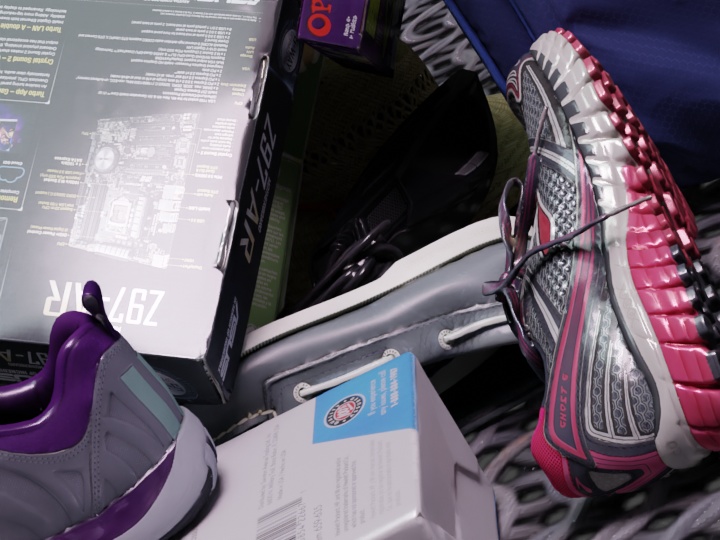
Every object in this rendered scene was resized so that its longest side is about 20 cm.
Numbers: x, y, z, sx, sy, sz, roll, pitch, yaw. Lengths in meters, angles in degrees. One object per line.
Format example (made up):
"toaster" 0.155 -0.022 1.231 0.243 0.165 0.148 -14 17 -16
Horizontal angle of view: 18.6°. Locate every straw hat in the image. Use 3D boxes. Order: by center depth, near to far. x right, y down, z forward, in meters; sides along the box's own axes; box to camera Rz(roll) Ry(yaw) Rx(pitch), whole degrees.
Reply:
"straw hat" -0.002 -0.068 1.058 0.200 0.085 0.201 -27 22 12

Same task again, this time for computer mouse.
"computer mouse" 0.000 0.000 0.928 0.140 0.046 0.200 -44 8 30

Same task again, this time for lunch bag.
"lunch bag" 0.100 -0.127 0.891 0.132 0.201 0.136 -23 28 26

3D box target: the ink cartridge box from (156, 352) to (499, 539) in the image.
"ink cartridge box" -0.053 0.119 0.735 0.199 0.067 0.116 -27 21 12

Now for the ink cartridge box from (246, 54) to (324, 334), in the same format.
"ink cartridge box" -0.083 -0.047 1.032 0.145 0.048 0.202 -7 71 49

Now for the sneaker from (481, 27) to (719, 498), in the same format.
"sneaker" 0.077 -0.010 0.773 0.074 0.081 0.201 -28 40 15

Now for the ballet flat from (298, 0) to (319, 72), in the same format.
"ballet flat" -0.043 -0.115 0.935 0.072 0.072 0.200 -31 -2 0

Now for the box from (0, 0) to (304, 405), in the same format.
"box" -0.131 -0.040 0.815 0.198 0.044 0.162 4 65 11

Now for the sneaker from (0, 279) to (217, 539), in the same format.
"sneaker" -0.149 0.085 0.726 0.199 0.088 0.074 -34 21 -6

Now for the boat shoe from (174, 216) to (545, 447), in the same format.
"boat shoe" -0.005 0.053 0.811 0.199 0.073 0.062 -31 55 -8

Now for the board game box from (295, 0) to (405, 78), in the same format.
"board game box" 0.006 -0.143 0.882 0.032 0.121 0.200 14 3 4
